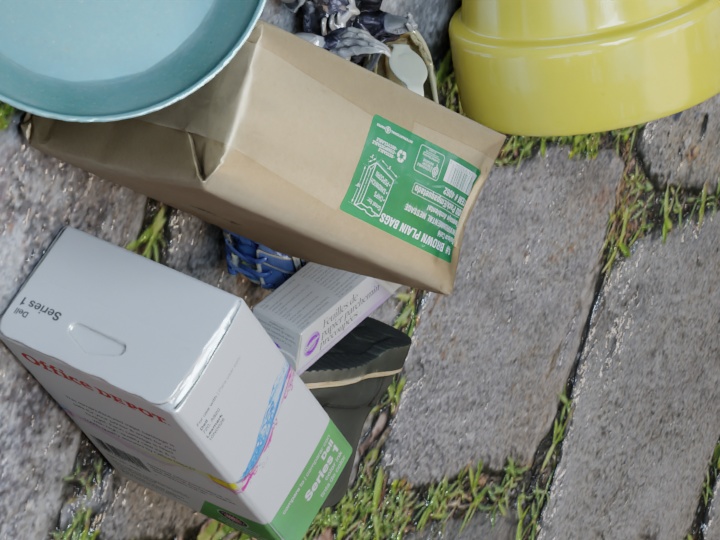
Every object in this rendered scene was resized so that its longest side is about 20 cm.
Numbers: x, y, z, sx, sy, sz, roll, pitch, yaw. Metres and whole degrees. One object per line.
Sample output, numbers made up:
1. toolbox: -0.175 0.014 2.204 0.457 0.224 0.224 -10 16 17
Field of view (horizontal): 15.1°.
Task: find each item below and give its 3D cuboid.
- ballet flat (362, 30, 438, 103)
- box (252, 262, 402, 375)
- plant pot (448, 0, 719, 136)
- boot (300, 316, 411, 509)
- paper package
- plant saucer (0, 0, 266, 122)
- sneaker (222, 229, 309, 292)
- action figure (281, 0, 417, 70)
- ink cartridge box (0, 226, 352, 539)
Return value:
1. ballet flat: 0.028 -0.083 1.774 0.070 0.069 0.200 69 12 -50
2. box: 0.000 0.000 1.767 0.200 0.041 0.039 -41 149 -45
3. plant pot: 0.151 -0.213 1.856 0.201 0.201 0.189 -35 121 -43
4. boot: -0.042 0.111 1.867 0.200 0.077 0.139 -4 117 -56
5. paper package: -0.054 -0.074 1.554 0.200 0.190 0.104 24 85 -39
6. plant saucer: -0.144 -0.174 1.437 0.200 0.200 0.036 -62 -178 -9
7. sneaker: -0.056 -0.030 1.745 0.200 0.076 0.077 42 69 -57
8. action figure: -0.009 -0.175 1.703 0.200 0.102 0.119 39 64 -57
9. ink cartridge box: -0.111 0.074 1.657 0.084 0.145 0.200 -58 148 -17
